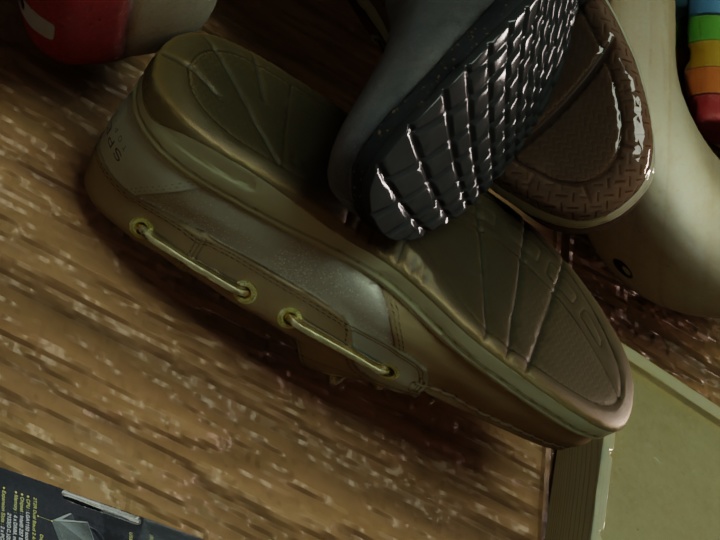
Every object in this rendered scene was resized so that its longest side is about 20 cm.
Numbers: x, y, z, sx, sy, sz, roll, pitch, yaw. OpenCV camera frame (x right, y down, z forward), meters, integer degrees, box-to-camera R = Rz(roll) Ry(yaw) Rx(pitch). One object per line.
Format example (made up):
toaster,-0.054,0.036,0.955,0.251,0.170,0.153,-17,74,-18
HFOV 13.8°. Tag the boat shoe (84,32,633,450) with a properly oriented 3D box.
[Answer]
boat shoe,0.000,0.000,0.972,0.200,0.066,0.074,36,37,-15

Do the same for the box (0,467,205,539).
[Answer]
box,-0.109,0.146,0.788,0.161,0.049,0.200,21,51,-30

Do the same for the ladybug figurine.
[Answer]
ladybug figurine,0.125,-0.063,1.125,0.136,0.072,0.200,30,47,-26

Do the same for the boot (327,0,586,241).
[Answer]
boot,0.009,-0.103,0.971,0.131,0.070,0.200,24,55,19

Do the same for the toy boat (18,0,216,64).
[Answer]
toy boat,-0.112,-0.161,0.958,0.130,0.131,0.200,-9,66,-13

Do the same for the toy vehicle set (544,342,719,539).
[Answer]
toy vehicle set,0.150,0.125,1.056,0.200,0.027,0.124,33,45,-22

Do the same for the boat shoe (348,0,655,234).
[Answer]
boat shoe,0.040,-0.089,1.039,0.202,0.075,0.075,56,0,26
